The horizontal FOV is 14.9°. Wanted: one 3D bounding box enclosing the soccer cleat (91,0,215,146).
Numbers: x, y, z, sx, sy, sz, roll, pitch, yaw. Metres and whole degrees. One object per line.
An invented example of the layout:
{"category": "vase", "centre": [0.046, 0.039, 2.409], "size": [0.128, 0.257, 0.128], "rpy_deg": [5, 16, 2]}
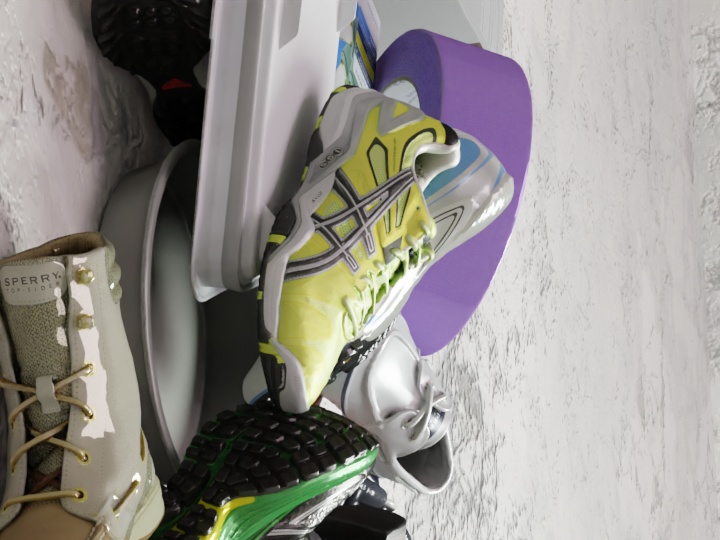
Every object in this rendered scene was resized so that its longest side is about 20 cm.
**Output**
{"category": "soccer cleat", "centre": [-0.100, -0.135, 1.497], "size": [0.200, 0.068, 0.073], "rpy_deg": [63, 23, -63]}

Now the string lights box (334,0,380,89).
{"category": "string lights box", "centre": [-0.034, -0.100, 1.731], "size": [0.103, 0.059, 0.200], "rpy_deg": [65, 26, -57]}

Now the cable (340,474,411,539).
{"category": "cable", "centre": [-0.002, 0.190, 1.794], "size": [0.200, 0.051, 0.163], "rpy_deg": [-51, 134, -67]}

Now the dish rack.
{"category": "dish rack", "centre": [-0.043, -0.087, 1.513], "size": [0.172, 0.043, 0.200], "rpy_deg": [-34, 132, -73]}

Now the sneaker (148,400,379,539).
{"category": "sneaker", "centre": [-0.070, 0.135, 1.430], "size": [0.200, 0.078, 0.085], "rpy_deg": [-32, 133, -32]}

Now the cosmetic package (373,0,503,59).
{"category": "cosmetic package", "centre": [0.028, -0.203, 1.895], "size": [0.200, 0.107, 0.090], "rpy_deg": [47, 42, -64]}

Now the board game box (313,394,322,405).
{"category": "board game box", "centre": [-0.023, 0.026, 1.642], "size": [0.096, 0.030, 0.200], "rpy_deg": [-14, 124, -77]}

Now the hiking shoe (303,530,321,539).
{"category": "hiking shoe", "centre": [-0.035, 0.216, 1.468], "size": [0.101, 0.200, 0.076], "rpy_deg": [-29, 159, -30]}

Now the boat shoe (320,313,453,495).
{"category": "boat shoe", "centre": [0.026, 0.079, 1.693], "size": [0.074, 0.065, 0.200], "rpy_deg": [-55, 159, -14]}

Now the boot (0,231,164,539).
{"category": "boot", "centre": [-0.143, 0.071, 1.273], "size": [0.200, 0.072, 0.155], "rpy_deg": [-58, 143, -73]}

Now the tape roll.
{"category": "tape roll", "centre": [0.036, -0.049, 1.755], "size": [0.200, 0.066, 0.200], "rpy_deg": [-164, -90, -71]}

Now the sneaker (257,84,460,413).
{"category": "sneaker", "centre": [-0.003, -0.013, 1.475], "size": [0.075, 0.076, 0.200], "rpy_deg": [80, 25, -59]}

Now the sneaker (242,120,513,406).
{"category": "sneaker", "centre": [0.000, 0.000, 1.558], "size": [0.200, 0.072, 0.072], "rpy_deg": [-47, 173, -9]}

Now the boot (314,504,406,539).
{"category": "boot", "centre": [-0.033, 0.238, 1.634], "size": [0.200, 0.069, 0.174], "rpy_deg": [-9, 110, -56]}

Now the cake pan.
{"category": "cake pan", "centre": [-0.098, 0.029, 1.507], "size": [0.200, 0.037, 0.200], "rpy_deg": [-4, 90, -75]}
